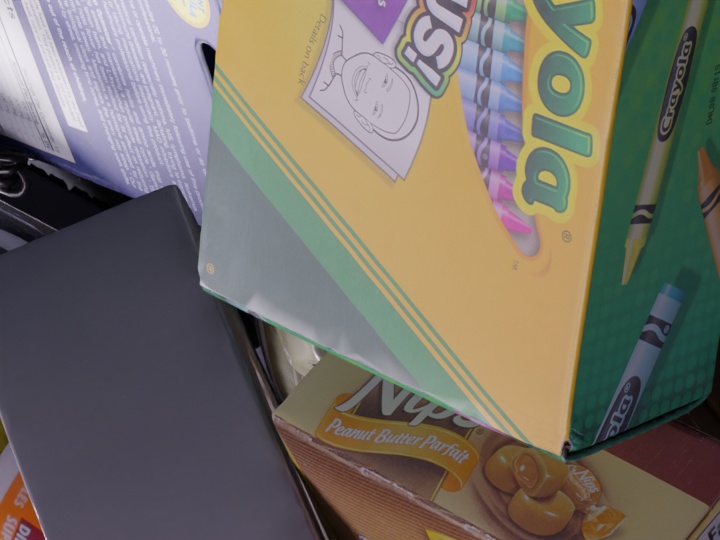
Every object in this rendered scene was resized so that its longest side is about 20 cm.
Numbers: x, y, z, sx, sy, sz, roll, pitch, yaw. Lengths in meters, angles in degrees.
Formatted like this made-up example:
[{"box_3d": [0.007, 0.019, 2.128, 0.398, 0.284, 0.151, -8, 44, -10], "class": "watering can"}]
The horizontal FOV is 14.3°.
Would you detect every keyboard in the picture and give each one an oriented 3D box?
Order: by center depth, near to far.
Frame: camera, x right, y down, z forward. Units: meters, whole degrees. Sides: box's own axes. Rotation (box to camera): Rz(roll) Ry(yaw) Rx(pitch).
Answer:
[{"box_3d": [-0.126, -0.035, 0.953, 0.200, 0.021, 0.127, 26, 174, 20], "class": "keyboard"}]

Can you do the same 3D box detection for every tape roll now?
[{"box_3d": [-0.042, 0.078, 0.814, 0.200, 0.066, 0.200, 156, 90, -88], "class": "tape roll"}]

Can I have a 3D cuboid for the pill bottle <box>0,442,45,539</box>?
[{"box_3d": [-0.031, 0.122, 0.973, 0.200, 0.113, 0.113, 29, 145, 32], "class": "pill bottle"}]

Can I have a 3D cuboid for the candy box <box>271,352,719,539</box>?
[{"box_3d": [0.059, 0.102, 0.757, 0.115, 0.055, 0.200, 26, 153, 35], "class": "candy box"}]

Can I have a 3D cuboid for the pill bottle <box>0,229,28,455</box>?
[{"box_3d": [-0.183, 0.079, 1.041, 0.112, 0.200, 0.112, 35, 147, 26], "class": "pill bottle"}]

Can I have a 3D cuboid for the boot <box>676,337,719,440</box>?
[{"box_3d": [0.071, 0.033, 0.776, 0.155, 0.074, 0.200, -2, 121, 59], "class": "boot"}]

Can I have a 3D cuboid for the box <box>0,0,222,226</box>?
[{"box_3d": [-0.090, -0.080, 0.900, 0.200, 0.032, 0.121, 23, 142, 42], "class": "box"}]

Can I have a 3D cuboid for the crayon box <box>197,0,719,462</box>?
[{"box_3d": [0.031, -0.072, 0.646, 0.119, 0.058, 0.200, 24, 118, 37], "class": "crayon box"}]

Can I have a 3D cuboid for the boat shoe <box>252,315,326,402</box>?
[{"box_3d": [0.000, 0.000, 0.816, 0.072, 0.062, 0.200, 4, 136, 6], "class": "boat shoe"}]
